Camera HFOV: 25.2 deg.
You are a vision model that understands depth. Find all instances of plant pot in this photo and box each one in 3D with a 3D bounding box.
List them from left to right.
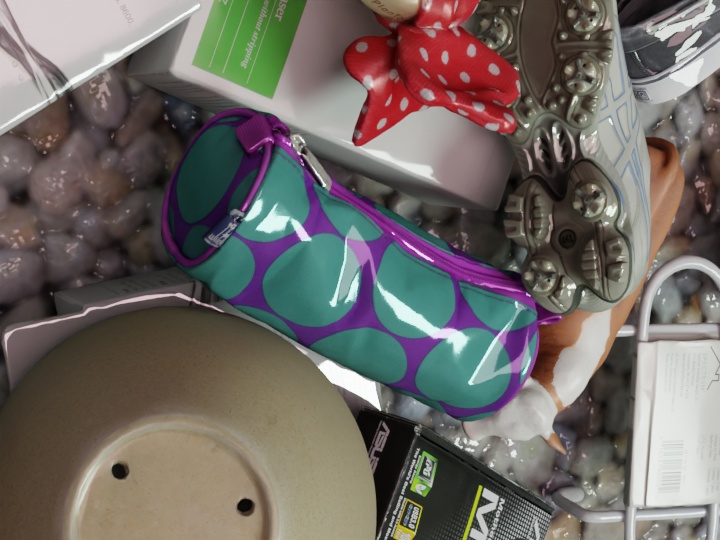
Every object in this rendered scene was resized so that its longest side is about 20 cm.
[{"bbox_3d":[-0.084,0.111,0.730,0.197,0.134,0.203,1,83,-6],"label":"plant pot"}]

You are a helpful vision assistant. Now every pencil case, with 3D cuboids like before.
[{"bbox_3d":[0.000,0.000,0.811,0.199,0.086,0.092,30,123,-29],"label":"pencil case"}]

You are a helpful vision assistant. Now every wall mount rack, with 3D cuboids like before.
[{"bbox_3d":[0.207,0.087,1.004,0.172,0.074,0.203,0,98,-20],"label":"wall mount rack"}]

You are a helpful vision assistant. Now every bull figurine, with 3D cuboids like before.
[{"bbox_3d":[0.115,0.012,0.919,0.065,0.121,0.201,36,83,-24],"label":"bull figurine"}]

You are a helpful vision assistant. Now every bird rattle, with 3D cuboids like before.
[{"bbox_3d":[0.023,-0.166,0.759,0.200,0.112,0.164,43,60,-21],"label":"bird rattle"}]

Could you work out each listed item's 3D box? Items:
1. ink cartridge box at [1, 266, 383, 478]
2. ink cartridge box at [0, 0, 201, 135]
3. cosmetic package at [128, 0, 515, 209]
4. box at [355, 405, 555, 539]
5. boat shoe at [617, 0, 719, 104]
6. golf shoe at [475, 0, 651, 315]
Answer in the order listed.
[{"bbox_3d":[-0.093,0.058,0.864,0.198,0.067,0.117,-12,102,-22],"label":"ink cartridge box"},{"bbox_3d":[-0.191,-0.110,0.751,0.199,0.144,0.085,-35,112,-15],"label":"ink cartridge box"},{"bbox_3d":[-0.009,-0.116,0.857,0.198,0.085,0.109,19,87,-24],"label":"cosmetic package"},{"bbox_3d":[0.024,0.197,0.889,0.193,0.047,0.202,37,71,-53],"label":"box"},{"bbox_3d":[0.225,-0.187,0.963,0.199,0.072,0.068,-39,125,-6],"label":"boat shoe"},{"bbox_3d":[0.112,-0.079,0.838,0.097,0.077,0.203,-3,89,-60],"label":"golf shoe"}]
